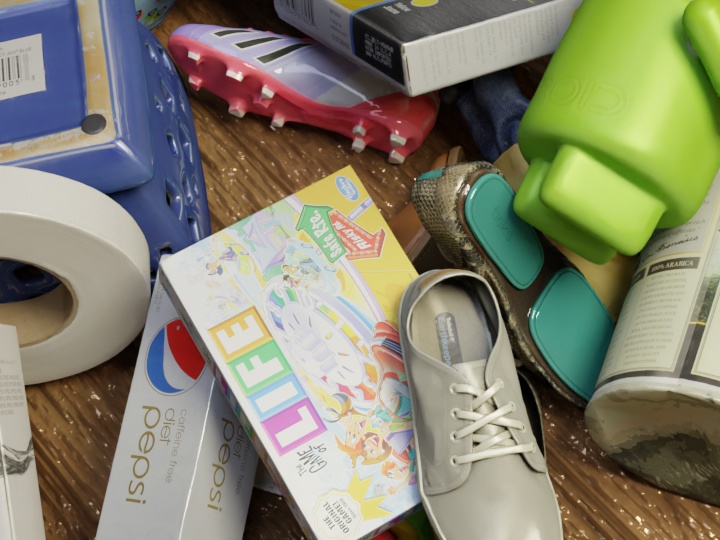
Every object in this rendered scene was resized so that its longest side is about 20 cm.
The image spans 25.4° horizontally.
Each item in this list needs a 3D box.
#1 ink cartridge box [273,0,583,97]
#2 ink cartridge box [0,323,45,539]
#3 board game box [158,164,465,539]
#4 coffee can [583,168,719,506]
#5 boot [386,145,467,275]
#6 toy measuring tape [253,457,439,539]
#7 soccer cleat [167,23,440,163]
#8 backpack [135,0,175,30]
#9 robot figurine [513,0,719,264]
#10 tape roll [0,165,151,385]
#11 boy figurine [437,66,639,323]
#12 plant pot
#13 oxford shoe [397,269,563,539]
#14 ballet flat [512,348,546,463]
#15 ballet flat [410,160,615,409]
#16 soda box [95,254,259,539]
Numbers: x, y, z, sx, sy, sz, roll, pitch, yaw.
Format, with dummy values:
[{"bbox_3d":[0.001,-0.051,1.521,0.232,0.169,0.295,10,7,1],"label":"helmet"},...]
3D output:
[{"bbox_3d":[0.070,-0.186,1.080,0.199,0.047,0.198,-20,30,-21],"label":"ink cartridge box"},{"bbox_3d":[-0.274,0.139,0.977,0.146,0.083,0.201,-8,86,3],"label":"ink cartridge box"},{"bbox_3d":[-0.014,0.053,0.946,0.134,0.034,0.201,-28,75,-15],"label":"board game box"},{"bbox_3d":[0.234,0.024,0.976,0.145,0.147,0.201,16,64,17],"label":"coffee can"},{"bbox_3d":[0.000,0.000,1.078,0.154,0.077,0.201,-7,49,23],"label":"boot"},{"bbox_3d":[-0.024,0.130,0.997,0.199,0.074,0.074,17,63,17],"label":"toy measuring tape"},{"bbox_3d":[-0.039,-0.142,1.149,0.199,0.067,0.077,20,68,5],"label":"soccer cleat"},{"bbox_3d":[-0.157,-0.258,1.180,0.134,0.201,0.183,24,22,2],"label":"backpack"},{"bbox_3d":[0.168,-0.106,0.939,0.115,0.175,0.201,30,76,-8],"label":"robot figurine"},{"bbox_3d":[-0.232,0.008,1.008,0.201,0.203,0.037,-9,55,3],"label":"tape roll"},{"bbox_3d":[0.125,-0.057,1.059,0.064,0.124,0.201,-24,75,-22],"label":"boy figurine"},{"bbox_3d":[-0.218,-0.081,1.086,0.199,0.180,0.201,-12,60,1],"label":"plant pot"},{"bbox_3d":[0.065,0.088,0.892,0.075,0.058,0.201,-10,72,-12],"label":"oxford shoe"},{"bbox_3d":[0.090,0.109,0.984,0.067,0.046,0.201,14,48,-15],"label":"ballet flat"},{"bbox_3d":[0.097,0.008,1.000,0.075,0.200,0.068,8,53,53],"label":"ballet flat"},{"bbox_3d":[-0.103,0.094,0.998,0.068,0.064,0.201,2,73,33],"label":"soda box"}]
